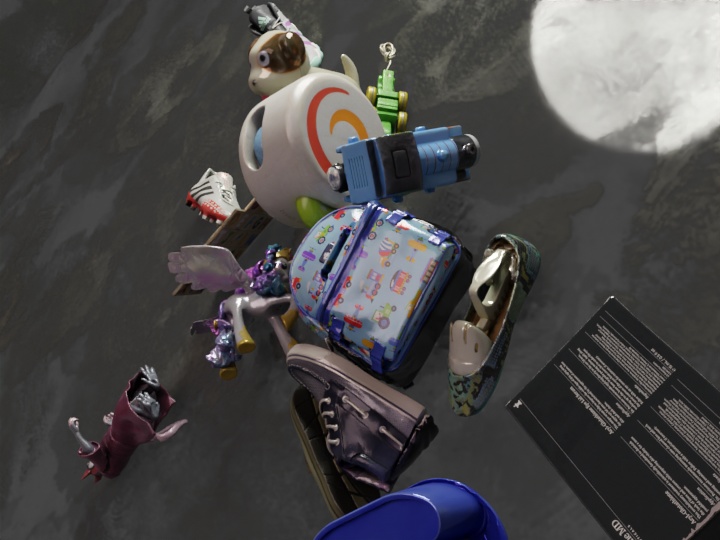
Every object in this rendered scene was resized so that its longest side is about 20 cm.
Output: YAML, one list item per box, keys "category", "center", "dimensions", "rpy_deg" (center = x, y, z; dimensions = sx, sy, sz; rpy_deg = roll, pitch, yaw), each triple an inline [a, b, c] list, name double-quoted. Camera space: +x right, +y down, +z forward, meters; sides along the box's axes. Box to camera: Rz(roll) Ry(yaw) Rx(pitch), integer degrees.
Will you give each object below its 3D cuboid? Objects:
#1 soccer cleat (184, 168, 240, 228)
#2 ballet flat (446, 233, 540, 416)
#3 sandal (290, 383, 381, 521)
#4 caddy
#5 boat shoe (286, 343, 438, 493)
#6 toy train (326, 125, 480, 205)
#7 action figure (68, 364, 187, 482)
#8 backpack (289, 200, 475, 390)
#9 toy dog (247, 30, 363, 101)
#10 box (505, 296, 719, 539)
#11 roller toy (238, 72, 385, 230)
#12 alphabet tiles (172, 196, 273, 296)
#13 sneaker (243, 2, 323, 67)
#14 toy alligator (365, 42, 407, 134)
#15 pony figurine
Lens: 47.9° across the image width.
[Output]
- category: "soccer cleat"
  center: [-0.237, -0.121, 1.371]
  dimensions: [0.086, 0.068, 0.199]
  rpy_deg: [-59, 34, -1]
- category: "ballet flat"
  center: [0.128, 0.051, 0.861]
  dimensions: [0.073, 0.074, 0.203]
  rpy_deg: [5, 67, 47]
- category: "sandal"
  center: [-0.036, 0.208, 0.915]
  dimensions: [0.058, 0.078, 0.203]
  rpy_deg: [114, 148, -41]
- category: "caddy"
  center: [0.044, 0.280, 0.754]
  dimensions: [0.198, 0.104, 0.144]
  rpy_deg: [-32, 65, 25]
- category: "boat shoe"
  center: [-0.021, 0.157, 0.878]
  dimensions: [0.198, 0.075, 0.093]
  rpy_deg: [23, 60, 29]
- category: "toy train"
  center: [0.057, -0.128, 0.977]
  dimensions: [0.114, 0.197, 0.089]
  rpy_deg: [0, 102, 58]
- category: "action figure"
  center: [-0.348, 0.250, 1.215]
  dimensions: [0.148, 0.134, 0.202]
  rpy_deg: [37, 106, 10]
- category: "backpack"
  center: [0.006, 0.008, 0.919]
  dimensions: [0.198, 0.134, 0.184]
  rpy_deg: [31, 85, 25]
- category: "toy dog"
  center: [-0.083, -0.269, 1.211]
  dimensions: [0.139, 0.199, 0.196]
  rpy_deg: [21, 78, 50]
- category: "box"
  center: [0.235, 0.141, 0.675]
  dimensions: [0.141, 0.079, 0.201]
  rpy_deg: [-45, 39, 7]
- category: "roller toy"
  center: [-0.063, -0.156, 1.081]
  dimensions: [0.138, 0.184, 0.200]
  rpy_deg: [-17, 20, 43]
- category: "alphabet tiles"
  center: [-0.199, -0.037, 1.221]
  dimensions: [0.006, 0.166, 0.200]
  rpy_deg: [43, 98, 9]
- category: "sneaker"
  center: [-0.150, -0.417, 1.437]
  dimensions: [0.078, 0.139, 0.200]
  rpy_deg: [-47, 38, 6]
- category: "toy alligator"
  center: [0.036, -0.248, 1.194]
  dimensions: [0.055, 0.058, 0.203]
  rpy_deg: [108, 167, -54]
- category: "pony figurine"
  center: [-0.162, 0.051, 1.122]
  dimensions: [0.189, 0.169, 0.202]
  rpy_deg: [-11, 43, 0]
